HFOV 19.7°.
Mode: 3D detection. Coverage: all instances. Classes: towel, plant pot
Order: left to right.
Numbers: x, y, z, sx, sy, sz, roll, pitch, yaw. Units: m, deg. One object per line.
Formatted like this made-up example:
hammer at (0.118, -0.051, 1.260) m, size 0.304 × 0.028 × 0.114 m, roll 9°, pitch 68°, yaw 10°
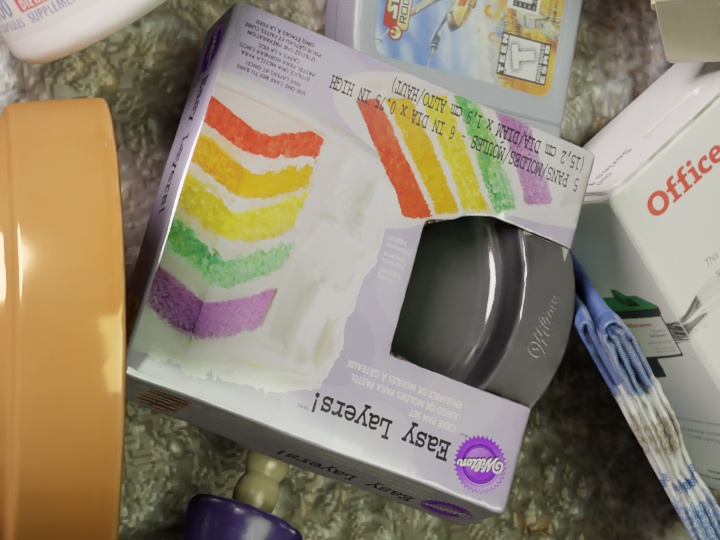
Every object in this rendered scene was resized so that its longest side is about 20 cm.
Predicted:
plant pot at (-0.173, 0.029, 0.842) m, size 0.139 × 0.200 × 0.201 m, roll 0°, pitch 92°, yaw -13°
towel at (0.148, 0.079, 1.039) m, size 0.024 × 0.147 × 0.200 m, roll -29°, pitch 110°, yaw 4°

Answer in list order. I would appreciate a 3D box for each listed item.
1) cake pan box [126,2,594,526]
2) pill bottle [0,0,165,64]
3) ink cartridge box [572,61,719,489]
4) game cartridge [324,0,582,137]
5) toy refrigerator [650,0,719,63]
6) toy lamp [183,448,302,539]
cake pan box at (0.000, 0.000, 0.942) m, size 0.199 × 0.052 × 0.185 m, roll 23°, pitch 73°, yaw -16°
pill bottle at (-0.150, -0.198, 0.878) m, size 0.112 × 0.112 × 0.200 m, roll -38°, pitch 109°, yaw -22°
ink cartridge box at (0.201, -0.003, 1.094) m, size 0.146 × 0.084 × 0.200 m, roll -40°, pitch 109°, yaw -22°
game cartridge at (0.050, -0.143, 1.034) m, size 0.133 × 0.041 × 0.201 m, roll 11°, pitch 87°, yaw -33°
toy refrigerator at (0.180, -0.212, 1.041) m, size 0.070 × 0.076 × 0.201 m, roll -1°, pitch 72°, yaw 13°
toy lamp at (-0.035, 0.066, 0.969) m, size 0.058 × 0.058 × 0.201 m, roll 27°, pitch 71°, yaw -27°
